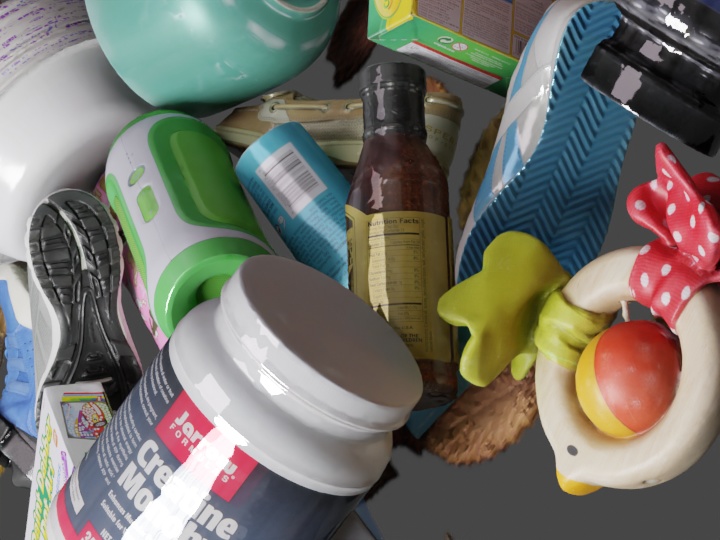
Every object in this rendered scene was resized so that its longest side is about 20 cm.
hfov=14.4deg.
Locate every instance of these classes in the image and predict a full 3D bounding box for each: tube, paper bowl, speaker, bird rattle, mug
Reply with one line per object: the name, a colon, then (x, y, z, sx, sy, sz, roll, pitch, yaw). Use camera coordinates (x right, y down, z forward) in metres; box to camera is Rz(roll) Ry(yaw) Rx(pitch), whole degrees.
tube: (0.000, 0.000, 1.711, 0.200, 0.050, 0.078, 53, 124, 19)
paper bowl: (-0.214, -0.087, 1.947, 0.104, 0.200, 0.201, 44, 111, 27)
speaker: (-0.103, -0.024, 1.746, 0.089, 0.088, 0.200, -57, 28, 17)
bird rattle: (0.153, 0.034, 1.533, 0.199, 0.112, 0.164, -20, 69, 31)
mug: (-0.082, -0.199, 1.829, 0.114, 0.152, 0.186, -21, 39, 40)

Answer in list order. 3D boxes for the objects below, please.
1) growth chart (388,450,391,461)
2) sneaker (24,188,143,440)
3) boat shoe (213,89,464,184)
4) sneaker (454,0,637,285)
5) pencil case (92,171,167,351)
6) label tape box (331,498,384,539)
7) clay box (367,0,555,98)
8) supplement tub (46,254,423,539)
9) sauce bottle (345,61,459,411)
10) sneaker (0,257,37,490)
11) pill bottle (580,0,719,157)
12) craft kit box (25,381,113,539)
growth chart: (-0.056, 0.105, 1.696, 0.145, 0.018, 0.200, -55, 37, 18)
sneaker: (-0.184, 0.044, 1.881, 0.079, 0.073, 0.202, -149, 56, -77)
boat shoe: (-0.014, -0.087, 1.796, 0.200, 0.073, 0.063, 8, 72, 51)
sneaker: (0.110, -0.064, 1.632, 0.081, 0.076, 0.201, -117, 50, -73)
pencil case: (-0.116, 0.001, 1.873, 0.087, 0.083, 0.200, -50, 39, 13)
label tape box: (-0.043, 0.145, 1.727, 0.200, 0.063, 0.145, -51, 40, 21)
clay box: (0.064, -0.217, 1.716, 0.047, 0.114, 0.201, -24, 55, 46)
supplement tub: (-0.071, 0.106, 1.578, 0.200, 0.140, 0.141, -53, 39, 21)
sauce bottle: (0.023, -0.021, 1.658, 0.066, 0.066, 0.201, -21, 63, 45)
sneaker: (-0.236, 0.078, 1.992, 0.111, 0.077, 0.200, -49, 47, 11)
pill bottle: (0.203, -0.167, 1.510, 0.201, 0.111, 0.112, -60, 37, 8)
craft kit box: (-0.168, 0.210, 1.804, 0.198, 0.048, 0.201, -116, 30, -49)
